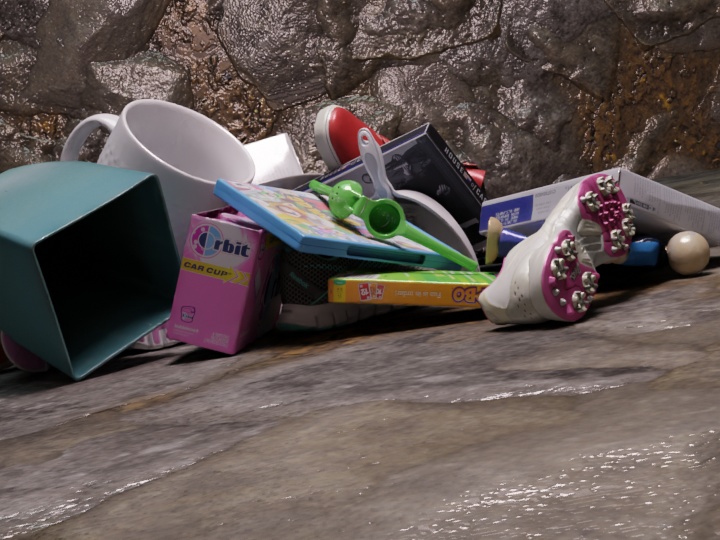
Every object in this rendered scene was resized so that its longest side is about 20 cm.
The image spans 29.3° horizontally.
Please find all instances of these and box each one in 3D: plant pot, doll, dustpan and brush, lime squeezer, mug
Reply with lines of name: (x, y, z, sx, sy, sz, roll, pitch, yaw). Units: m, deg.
plant pot: (-0.287, -0.017, 1.270, 0.200, 0.141, 0.141, 18, 40, 40)
doll: (0.214, -0.017, 1.242, 0.200, 0.048, 0.136, 4, -1, 4)
dustpan and brush: (0.036, -0.058, 1.409, 0.140, 0.200, 0.057, -6, 20, 26)
lime squeezer: (0.013, -0.047, 1.252, 0.200, 0.038, 0.071, 28, -16, 31)
mug: (-0.230, -0.078, 1.422, 0.200, 0.175, 0.148, 39, 27, 15)

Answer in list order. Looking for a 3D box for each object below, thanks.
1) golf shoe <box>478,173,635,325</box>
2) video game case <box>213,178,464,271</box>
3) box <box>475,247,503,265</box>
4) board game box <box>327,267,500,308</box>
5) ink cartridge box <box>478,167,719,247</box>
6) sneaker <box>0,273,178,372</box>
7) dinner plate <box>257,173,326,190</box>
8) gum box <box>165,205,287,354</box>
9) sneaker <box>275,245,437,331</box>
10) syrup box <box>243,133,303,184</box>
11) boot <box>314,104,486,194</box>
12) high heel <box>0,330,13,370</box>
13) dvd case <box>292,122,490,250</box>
golf shoe: (0.161, -0.018, 1.133, 0.092, 0.075, 0.200, -21, 14, 38)
video game case: (-0.018, -0.042, 1.274, 0.200, 0.018, 0.143, 7, 18, -42)
box: (0.085, -0.028, 1.612, 0.200, 0.050, 0.198, -7, -4, 24)
board game box: (0.078, 0.015, 1.220, 0.200, 0.030, 0.096, -1, 6, 11)
ink cartridge box: (0.252, -0.038, 1.336, 0.200, 0.041, 0.200, 16, -15, -31)
sneaker: (-0.260, 0.050, 1.374, 0.200, 0.081, 0.088, -12, -3, -18)
dinner plate: (-0.115, -0.055, 1.571, 0.200, 0.024, 0.200, -19, -15, -5)
gum box: (-0.115, 0.003, 1.298, 0.066, 0.114, 0.200, 14, 7, 7)
sneaker: (0.000, 0.000, 1.332, 0.200, 0.091, 0.078, -13, 7, -44)
syrup box: (-0.168, -0.084, 1.598, 0.200, 0.081, 0.079, -17, -18, -13)
boot: (0.052, -0.119, 1.487, 0.144, 0.072, 0.200, -4, -30, 36)
high heel: (-0.362, 0.041, 1.427, 0.200, 0.067, 0.096, -24, 42, -29)
dvd case: (0.036, -0.060, 1.468, 0.200, 0.150, 0.025, -23, 28, 35)
